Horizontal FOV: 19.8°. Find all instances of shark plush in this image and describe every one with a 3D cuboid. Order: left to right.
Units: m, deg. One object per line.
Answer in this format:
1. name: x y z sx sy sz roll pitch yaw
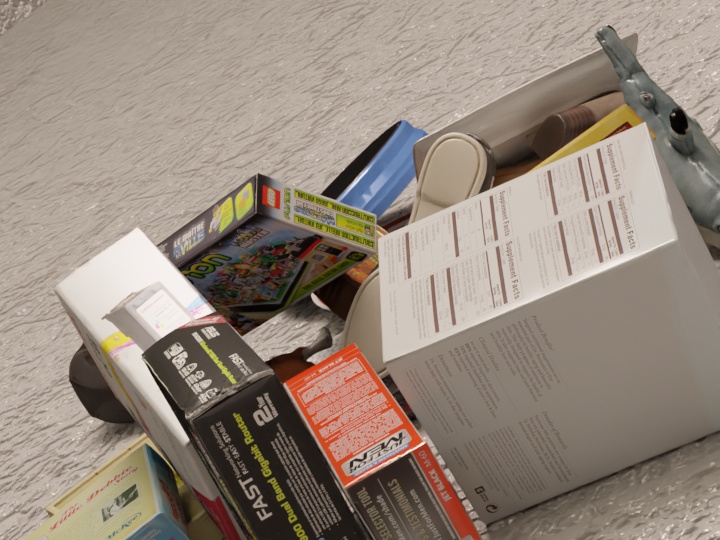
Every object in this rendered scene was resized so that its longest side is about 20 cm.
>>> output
1. shark plush: 0.244 -0.101 1.543 0.091 0.200 0.083 -18 -12 -1

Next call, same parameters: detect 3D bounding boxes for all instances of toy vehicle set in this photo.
1. toy vehicle set: -0.156 0.178 1.607 0.124 0.027 0.200 -36 22 -20

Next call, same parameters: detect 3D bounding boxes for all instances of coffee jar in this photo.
1. coffee jar: -0.177 0.053 1.850 0.104 0.085 0.200 -16 24 31

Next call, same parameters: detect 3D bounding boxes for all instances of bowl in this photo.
1. bowl: -0.013 -0.057 1.859 0.201 0.039 0.201 -46 6 6

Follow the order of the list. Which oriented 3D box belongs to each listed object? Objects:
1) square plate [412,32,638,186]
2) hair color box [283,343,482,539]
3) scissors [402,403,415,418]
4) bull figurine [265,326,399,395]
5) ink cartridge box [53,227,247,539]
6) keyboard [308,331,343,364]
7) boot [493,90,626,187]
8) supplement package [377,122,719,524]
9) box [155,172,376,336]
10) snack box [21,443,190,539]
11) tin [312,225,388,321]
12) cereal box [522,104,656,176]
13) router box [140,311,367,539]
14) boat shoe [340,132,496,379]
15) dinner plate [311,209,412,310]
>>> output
1. square plate: 0.139 -0.097 1.676 0.200 0.028 0.198 -27 -20 -6
2. hair color box: 0.017 0.135 1.362 0.064 0.111 0.200 -30 21 -2
3. scissors: 0.049 0.100 1.542 0.200 0.014 0.073 -29 20 -2
4. bull figurine: -0.052 0.094 1.614 0.121 0.065 0.200 -35 22 -26
5. ink cartridge box: -0.122 0.087 1.499 0.086 0.148 0.200 -36 49 -13
6. keyboard: -0.051 0.085 1.715 0.200 0.011 0.056 -33 20 -11
7. boot: 0.170 -0.062 1.648 0.146 0.070 0.200 -1 -40 -43
8. supplement package: 0.134 0.034 1.359 0.200 0.152 0.151 -24 31 14
9. box: -0.089 -0.006 1.582 0.200 0.110 0.035 -32 49 47
10. snack box: -0.217 0.221 1.514 0.200 0.037 0.116 -38 24 5
11. tin: 0.000 0.000 1.651 0.112 0.042 0.200 4 26 -36
12. cereal box: 0.138 -0.026 1.527 0.144 0.040 0.200 -35 -18 -19
13. router box: -0.056 0.136 1.321 0.062 0.200 0.150 -31 21 -8
14. boat shoe: 0.050 -0.006 1.537 0.067 0.200 0.057 27 5 23
15. dinner plate: 0.052 -0.012 1.781 0.200 0.024 0.200 -23 18 8
